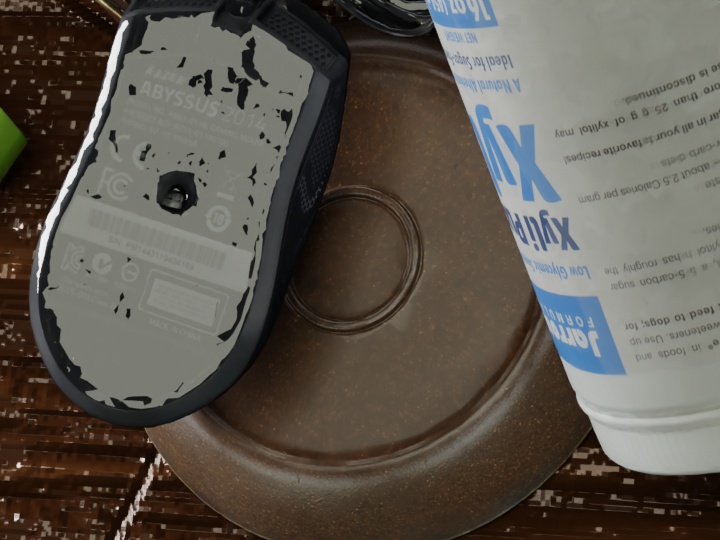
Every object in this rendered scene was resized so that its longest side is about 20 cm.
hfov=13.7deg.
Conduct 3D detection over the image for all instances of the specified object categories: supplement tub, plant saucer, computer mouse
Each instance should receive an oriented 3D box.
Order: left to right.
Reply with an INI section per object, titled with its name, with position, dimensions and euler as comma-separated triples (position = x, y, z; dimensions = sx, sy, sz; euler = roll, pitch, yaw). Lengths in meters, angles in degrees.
[computer mouse]
position = -0.046, -0.040, 1.043
dimensions = 0.138, 0.053, 0.201
euler = 23, 89, 13
[plant saucer]
position = 0.000, 0.000, 1.069
dimensions = 0.199, 0.034, 0.202
euler = -4, 75, 16
[supplement tub]
position = 0.102, -0.052, 0.951
dimensions = 0.131, 0.132, 0.201
euler = -18, 105, 12

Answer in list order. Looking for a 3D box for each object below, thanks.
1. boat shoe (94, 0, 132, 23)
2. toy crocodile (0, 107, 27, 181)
[boat shoe]
position = -0.115, -0.145, 1.127
dimensions = 0.200, 0.070, 0.071
euler = 42, 130, 29
[toy crocodile]
position = -0.215, -0.083, 1.151
dimensions = 0.199, 0.062, 0.068
euler = 20, 82, 26
